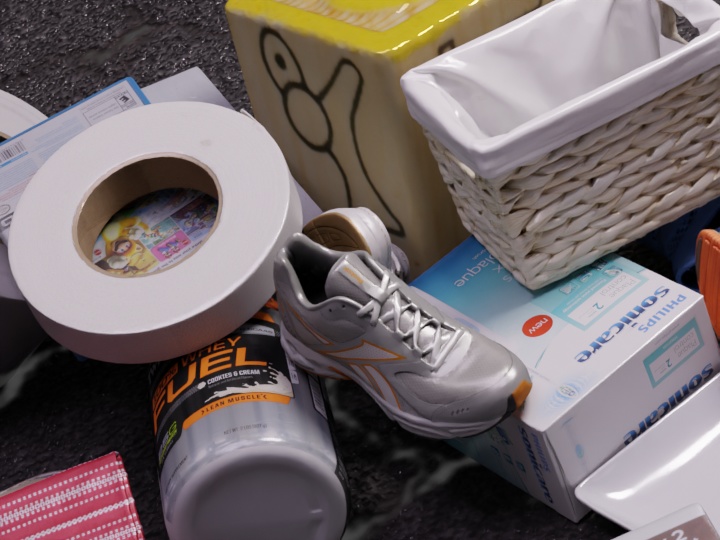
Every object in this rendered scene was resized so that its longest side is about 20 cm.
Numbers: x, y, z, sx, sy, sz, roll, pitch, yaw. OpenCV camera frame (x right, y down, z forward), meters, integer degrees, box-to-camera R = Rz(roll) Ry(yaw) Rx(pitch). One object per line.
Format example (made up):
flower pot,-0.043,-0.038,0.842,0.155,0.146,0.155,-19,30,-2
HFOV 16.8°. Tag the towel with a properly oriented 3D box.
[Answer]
towel,-0.196,0.223,1.561,0.144,0.023,0.201,-22,53,3

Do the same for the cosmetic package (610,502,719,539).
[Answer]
cosmetic package,0.146,0.261,1.206,0.164,0.201,0.165,-24,34,-1

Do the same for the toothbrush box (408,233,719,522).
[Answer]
toothbrush box,0.120,0.057,1.600,0.146,0.086,0.200,-37,38,-18

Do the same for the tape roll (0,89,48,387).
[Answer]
tape roll,-0.302,-0.023,1.813,0.139,0.202,0.203,-44,19,37

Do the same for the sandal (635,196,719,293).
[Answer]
sandal,0.237,-0.021,1.646,0.199,0.080,0.087,18,55,46

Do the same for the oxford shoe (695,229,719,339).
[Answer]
oxford shoe,0.278,0.031,1.518,0.072,0.072,0.200,-15,36,-21

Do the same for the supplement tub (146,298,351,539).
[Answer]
supplement tub,-0.078,0.104,1.616,0.122,0.123,0.200,-21,34,3

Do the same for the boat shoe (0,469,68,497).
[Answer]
boat shoe,-0.263,0.197,1.643,0.199,0.075,0.073,-23,34,3

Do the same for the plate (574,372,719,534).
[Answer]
plate,0.263,0.125,1.471,0.200,0.032,0.199,-37,36,-18

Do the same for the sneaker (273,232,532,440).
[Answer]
sneaker,0.017,0.037,1.526,0.199,0.092,0.076,20,55,35

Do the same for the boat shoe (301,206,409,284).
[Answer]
boat shoe,0.000,0.000,1.673,0.069,0.200,0.071,-26,76,-18

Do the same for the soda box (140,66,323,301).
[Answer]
soda box,-0.095,-0.056,1.785,0.068,0.064,0.200,-25,58,-30

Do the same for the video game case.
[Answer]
video game case,-0.178,-0.040,1.706,0.143,0.018,0.200,-28,53,-12

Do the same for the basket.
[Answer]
basket,0.149,-0.095,1.608,0.199,0.124,0.136,-26,33,-10

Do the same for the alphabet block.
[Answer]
alphabet block,0.047,-0.128,1.767,0.196,0.201,0.195,-33,35,-29

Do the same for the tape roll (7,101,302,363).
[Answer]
tape roll,-0.138,-0.029,1.644,0.201,0.037,0.204,-9,50,10
